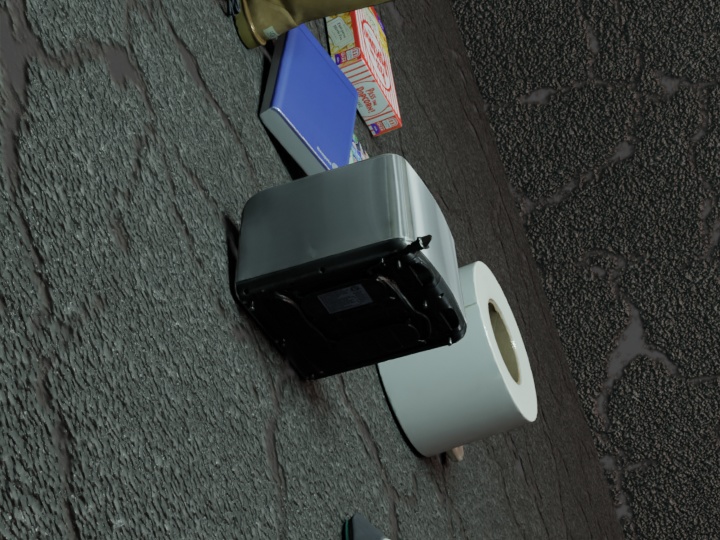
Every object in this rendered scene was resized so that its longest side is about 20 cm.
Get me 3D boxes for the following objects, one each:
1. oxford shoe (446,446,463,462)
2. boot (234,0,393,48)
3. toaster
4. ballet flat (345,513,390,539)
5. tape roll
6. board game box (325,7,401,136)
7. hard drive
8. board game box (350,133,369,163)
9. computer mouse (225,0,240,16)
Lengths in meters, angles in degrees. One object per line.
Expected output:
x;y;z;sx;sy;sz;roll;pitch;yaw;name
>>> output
0.120;0.158;2.041;0.201;0.057;0.075;-92;161;-46;oxford shoe
-0.049;-0.345;1.731;0.066;0.199;0.177;31;42;-70;boot
0.000;0.000;1.473;0.181;0.198;0.119;53;27;-51;toaster
0.028;0.304;1.451;0.201;0.073;0.073;-95;161;-45;ballet flat
0.112;0.106;1.892;0.203;0.138;0.204;-21;90;-74;tape roll
-0.002;-0.310;2.207;0.152;0.046;0.201;55;21;-50;board game box
-0.054;-0.187;1.787;0.132;0.025;0.201;49;27;-28;hard drive
-0.027;-0.135;1.907;0.200;0.029;0.135;54;22;-52;board game box
-0.162;-0.370;1.696;0.059;0.034;0.202;103;-25;-84;computer mouse
